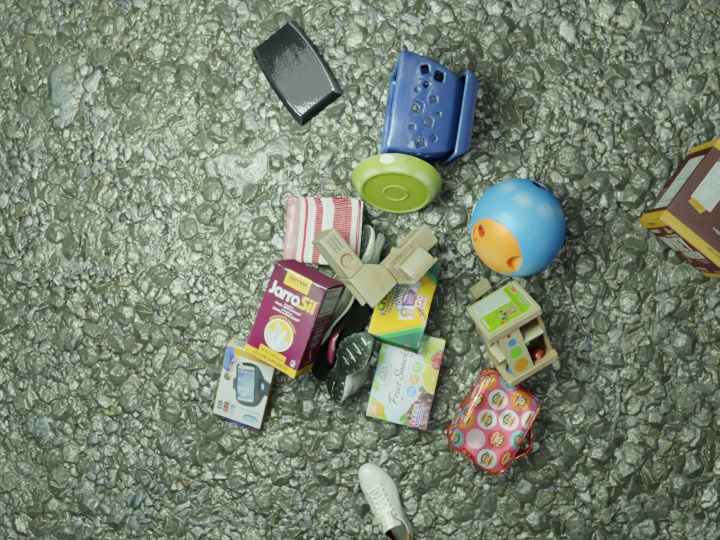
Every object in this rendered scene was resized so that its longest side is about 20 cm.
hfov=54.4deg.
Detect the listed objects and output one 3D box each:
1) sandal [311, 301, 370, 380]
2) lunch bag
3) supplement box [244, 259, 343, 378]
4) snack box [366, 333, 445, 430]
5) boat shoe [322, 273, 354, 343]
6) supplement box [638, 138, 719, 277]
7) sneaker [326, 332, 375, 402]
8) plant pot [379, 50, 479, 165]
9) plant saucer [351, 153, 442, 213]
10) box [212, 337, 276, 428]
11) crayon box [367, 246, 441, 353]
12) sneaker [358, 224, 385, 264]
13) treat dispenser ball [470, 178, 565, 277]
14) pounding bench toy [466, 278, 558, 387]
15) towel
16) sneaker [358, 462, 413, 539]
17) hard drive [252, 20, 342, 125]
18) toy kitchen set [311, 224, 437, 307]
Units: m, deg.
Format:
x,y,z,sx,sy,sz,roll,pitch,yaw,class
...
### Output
x,y,z,sx,sy,sz,roll,pitch,yaw,class
-0.044,0.161,1.555,0.074,0.045,0.202,29,99,-38,sandal
0.301,0.335,1.536,0.174,0.082,0.203,32,93,2,lunch bag
-0.137,0.097,1.452,0.128,0.103,0.205,24,101,16,supplement box
0.101,0.236,1.562,0.138,0.053,0.206,12,91,5,snack box
-0.073,0.077,1.514,0.204,0.060,0.072,-58,46,15,boat shoe
0.739,-0.125,1.470,0.196,0.133,0.202,38,93,2,supplement box
-0.011,0.201,1.515,0.074,0.078,0.202,53,137,27,sneaker
0.144,-0.326,1.482,0.174,0.200,0.206,8,91,-3,plant pot
0.075,-0.175,1.486,0.194,0.201,0.032,6,63,4,plant saucer
-0.258,0.264,1.570,0.116,0.042,0.205,17,107,4,box
0.096,0.064,1.527,0.116,0.058,0.205,16,74,4,crayon box
0.000,0.000,1.555,0.074,0.078,0.204,40,112,42,sneaker
0.328,-0.089,1.465,0.195,0.201,0.207,0,91,4,treat dispenser ball
0.315,0.122,1.515,0.122,0.201,0.158,-29,120,0,pounding bench toy
-0.086,-0.088,1.543,0.195,0.023,0.149,5,92,30,towel
0.059,0.525,1.556,0.072,0.085,0.203,-32,87,6,sneaker
-0.143,-0.445,1.570,0.133,0.042,0.202,-34,89,4,hard drive
0.043,-0.056,1.416,0.200,0.163,0.181,-44,102,-13,toy kitchen set
